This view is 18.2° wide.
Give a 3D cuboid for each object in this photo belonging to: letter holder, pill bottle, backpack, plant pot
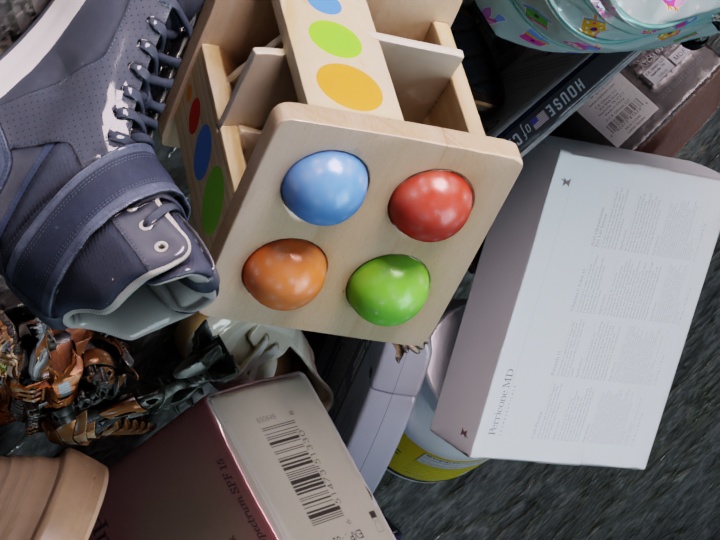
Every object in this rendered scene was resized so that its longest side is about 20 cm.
[{"bbox_3d":[0.140,-0.075,1.511,0.200,0.101,0.142,-44,162,-10],"label":"letter holder"},{"bbox_3d":[0.064,0.081,1.550,0.111,0.111,0.200,-41,177,-16],"label":"pill bottle"},{"bbox_3d":[0.148,-0.193,1.203,0.199,0.168,0.126,-20,-173,-35],"label":"backpack"},{"bbox_3d":[-0.221,0.171,1.189,0.201,0.092,0.201,-57,-171,15],"label":"plant pot"}]

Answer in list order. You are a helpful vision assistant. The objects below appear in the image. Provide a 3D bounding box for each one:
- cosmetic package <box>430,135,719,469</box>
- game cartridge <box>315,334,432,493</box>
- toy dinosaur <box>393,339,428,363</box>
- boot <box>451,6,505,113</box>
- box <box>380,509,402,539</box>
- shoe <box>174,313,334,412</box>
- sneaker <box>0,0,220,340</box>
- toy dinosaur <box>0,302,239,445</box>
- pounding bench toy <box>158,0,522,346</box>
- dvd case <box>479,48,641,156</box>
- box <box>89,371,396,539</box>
[{"bbox_3d":[0.140,0.022,1.417,0.150,0.052,0.201,7,105,-38],"label":"cosmetic package"},{"bbox_3d":[0.002,0.075,1.485,0.041,0.134,0.201,9,134,-16],"label":"game cartridge"},{"bbox_3d":[0.000,0.000,1.285,0.058,0.101,0.200,-53,-174,-3],"label":"toy dinosaur"},{"bbox_3d":[0.018,-0.102,1.294,0.097,0.075,0.200,-26,179,21],"label":"boot"},{"bbox_3d":[-0.089,0.227,1.596,0.200,0.104,0.148,-18,146,-54],"label":"box"},{"bbox_3d":[-0.060,0.053,1.405,0.070,0.053,0.200,-47,160,-1],"label":"shoe"},{"bbox_3d":[-0.090,-0.064,0.998,0.202,0.146,0.077,-47,158,-4],"label":"sneaker"},{"bbox_3d":[-0.146,0.047,1.211,0.135,0.103,0.200,-31,178,-1],"label":"toy dinosaur"},{"bbox_3d":[-0.026,-0.030,1.110,0.123,0.157,0.201,8,131,-23],"label":"pounding bench toy"},{"bbox_3d":[0.071,-0.080,1.359,0.200,0.025,0.150,-40,-169,-15],"label":"dvd case"},{"bbox_3d":[-0.099,0.169,1.354,0.200,0.128,0.109,-37,166,30],"label":"box"}]
